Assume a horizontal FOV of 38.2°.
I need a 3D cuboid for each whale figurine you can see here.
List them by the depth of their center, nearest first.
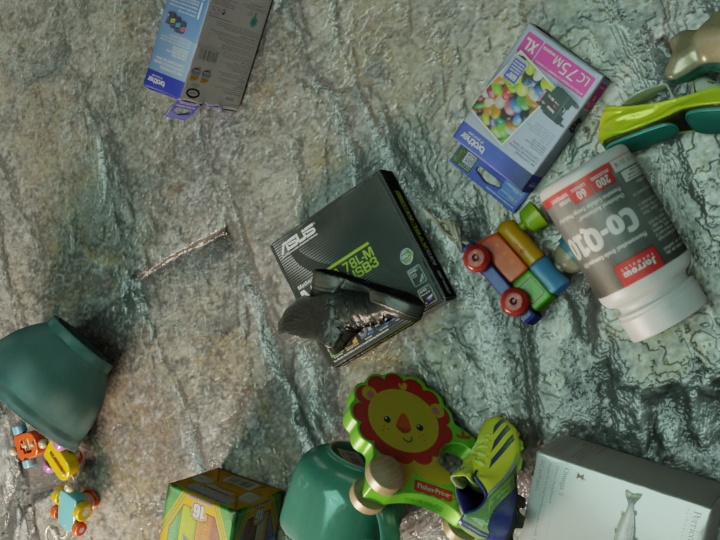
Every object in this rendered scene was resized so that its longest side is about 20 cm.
[{"bbox_3d":[0.430,-0.242,1.111,0.199,0.104,0.160,-17,39,38],"label":"whale figurine"}]

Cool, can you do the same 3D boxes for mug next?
[{"bbox_3d":[-0.003,0.295,1.330,0.184,0.152,0.115,21,99,24],"label":"mug"}]

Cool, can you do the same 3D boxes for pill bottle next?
[{"bbox_3d":[0.297,-0.029,1.171,0.113,0.114,0.201,-32,86,25],"label":"pill bottle"}]

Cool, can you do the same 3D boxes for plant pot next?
[{"bbox_3d":[-0.459,0.154,1.568,0.200,0.200,0.134,38,81,22],"label":"plant pot"}]

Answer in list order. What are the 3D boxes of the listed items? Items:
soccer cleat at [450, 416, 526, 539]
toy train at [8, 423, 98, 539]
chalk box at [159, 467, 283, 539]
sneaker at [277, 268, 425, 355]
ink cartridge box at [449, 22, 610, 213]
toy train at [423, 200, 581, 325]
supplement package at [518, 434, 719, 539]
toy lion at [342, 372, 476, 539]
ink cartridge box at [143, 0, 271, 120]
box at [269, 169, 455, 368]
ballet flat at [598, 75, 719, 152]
[{"bbox_3d":[0.148,0.235,1.227,0.083,0.201,0.065,18,122,-6],"label":"soccer cleat"},{"bbox_3d":[-0.479,0.327,1.648,0.150,0.055,0.201,-25,83,40],"label":"toy train"},{"bbox_3d":[-0.203,0.398,1.456,0.124,0.124,0.202,13,97,28],"label":"chalk box"},{"bbox_3d":[-0.013,0.063,1.333,0.199,0.060,0.105,18,99,30],"label":"sneaker"},{"bbox_3d":[0.198,-0.184,1.272,0.119,0.042,0.201,41,111,22],"label":"ink cartridge box"},{"bbox_3d":[0.178,-0.042,1.267,0.116,0.085,0.200,-43,72,12],"label":"toy train"},{"bbox_3d":[0.298,0.279,1.185,0.199,0.117,0.118,14,97,27],"label":"supplement package"},{"bbox_3d":[0.072,0.220,1.292,0.199,0.193,0.069,21,134,-11],"label":"toy lion"},{"bbox_3d":[-0.214,-0.300,1.436,0.076,0.136,0.202,23,102,27],"label":"ink cartridge box"},{"bbox_3d":[0.000,0.000,1.379,0.199,0.047,0.194,-32,80,25],"label":"box"},{"bbox_3d":[0.363,-0.183,1.172,0.199,0.067,0.068,-10,67,30],"label":"ballet flat"}]
